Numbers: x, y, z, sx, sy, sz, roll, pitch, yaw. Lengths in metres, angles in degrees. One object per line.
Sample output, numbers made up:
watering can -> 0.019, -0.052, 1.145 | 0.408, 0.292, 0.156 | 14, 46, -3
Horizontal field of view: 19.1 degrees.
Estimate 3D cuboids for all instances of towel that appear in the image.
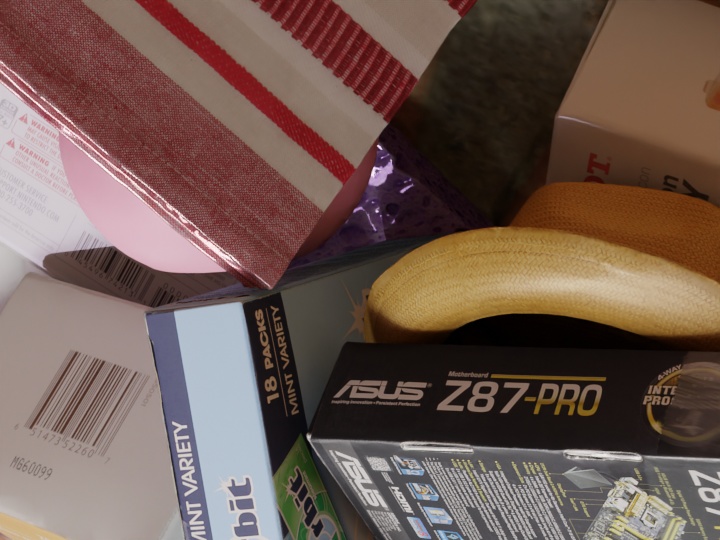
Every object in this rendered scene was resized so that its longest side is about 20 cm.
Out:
towel -> -0.033, -0.112, 0.753 | 0.144, 0.200, 0.023 | 41, 160, -16

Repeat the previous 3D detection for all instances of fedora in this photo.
fedora -> 0.102, 0.028, 0.775 | 0.199, 0.082, 0.201 | 14, 146, 10

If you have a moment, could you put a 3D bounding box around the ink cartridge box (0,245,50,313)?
ink cartridge box -> -0.181, 0.001, 1.004 | 0.163, 0.200, 0.057 | 50, 177, -26

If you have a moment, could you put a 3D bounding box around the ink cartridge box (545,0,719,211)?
ink cartridge box -> 0.171, -0.007, 0.827 | 0.199, 0.084, 0.146 | 20, 142, 14

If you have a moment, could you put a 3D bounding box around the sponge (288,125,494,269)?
sponge -> 0.000, 0.000, 0.938 | 0.200, 0.030, 0.112 | 44, 114, -3

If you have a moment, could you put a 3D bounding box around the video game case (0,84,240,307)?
video game case -> -0.110, -0.082, 0.908 | 0.199, 0.023, 0.183 | 32, 115, 2

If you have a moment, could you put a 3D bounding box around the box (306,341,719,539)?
box -> 0.091, 0.103, 0.767 | 0.160, 0.049, 0.200 | 2, 142, 31

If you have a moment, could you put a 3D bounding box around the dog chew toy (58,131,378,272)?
dog chew toy -> -0.059, -0.104, 0.813 | 0.124, 0.124, 0.201 | 2, 103, 32

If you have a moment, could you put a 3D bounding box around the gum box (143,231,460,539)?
gum box -> -0.002, 0.082, 0.823 | 0.044, 0.200, 0.171 | -7, 94, 27

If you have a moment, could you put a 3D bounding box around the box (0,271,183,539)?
box -> -0.068, 0.109, 0.932 | 0.152, 0.107, 0.200 | 14, 155, 39
